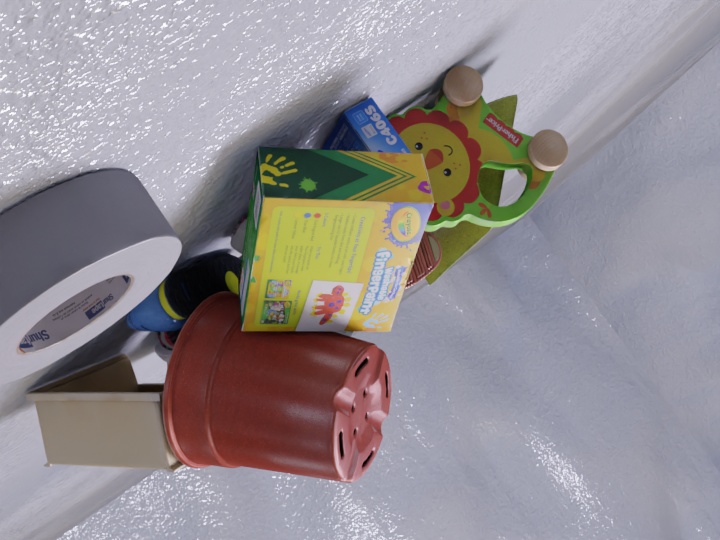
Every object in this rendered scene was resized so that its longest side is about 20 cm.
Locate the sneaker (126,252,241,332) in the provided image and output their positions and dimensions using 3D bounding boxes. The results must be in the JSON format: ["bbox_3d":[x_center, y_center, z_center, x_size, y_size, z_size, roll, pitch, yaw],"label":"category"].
[{"bbox_3d":[-0.195,0.029,1.153,0.078,0.067,0.200,-27,177,26],"label":"sneaker"}]

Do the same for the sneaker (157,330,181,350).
[{"bbox_3d":[-0.175,0.042,1.291,0.198,0.082,0.074,-24,-178,-29],"label":"sneaker"}]

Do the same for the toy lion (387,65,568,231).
[{"bbox_3d":[0.114,-0.122,1.159,0.193,0.199,0.069,-54,179,-13],"label":"toy lion"}]

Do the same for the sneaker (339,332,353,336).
[{"bbox_3d":[-0.059,0.017,1.271,0.084,0.202,0.074,-27,139,17],"label":"sneaker"}]

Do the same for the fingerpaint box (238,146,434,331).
[{"bbox_3d":[-0.032,-0.027,1.002,0.164,0.074,0.201,1,139,-13],"label":"fingerpaint box"}]

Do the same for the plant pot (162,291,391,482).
[{"bbox_3d":[-0.080,0.137,1.095,0.193,0.204,0.200,8,-167,24],"label":"plant pot"}]

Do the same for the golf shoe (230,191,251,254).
[{"bbox_3d":[-0.080,-0.049,1.079,0.075,0.092,0.200,-31,169,-26],"label":"golf shoe"}]

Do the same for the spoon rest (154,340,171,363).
[{"bbox_3d":[-0.195,0.103,1.329,0.198,0.061,0.099,13,-147,39],"label":"spoon rest"}]

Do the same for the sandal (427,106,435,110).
[{"bbox_3d":[0.071,-0.135,1.274,0.200,0.087,0.079,-42,169,22],"label":"sandal"}]

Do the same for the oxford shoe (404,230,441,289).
[{"bbox_3d":[0.000,0.000,1.157,0.198,0.072,0.074,-17,-179,-21],"label":"oxford shoe"}]

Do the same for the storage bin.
[{"bbox_3d":[-0.255,0.163,1.206,0.198,0.095,0.198,-4,-170,27],"label":"storage bin"}]

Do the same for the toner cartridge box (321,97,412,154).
[{"bbox_3d":[-0.008,-0.097,1.103,0.043,0.095,0.200,-32,171,-27],"label":"toner cartridge box"}]

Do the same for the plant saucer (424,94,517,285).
[{"bbox_3d":[0.126,-0.110,1.294,0.200,0.047,0.202,132,-24,-60],"label":"plant saucer"}]

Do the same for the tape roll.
[{"bbox_3d":[-0.239,0.009,0.780,0.199,0.066,0.200,-37,173,-5],"label":"tape roll"}]
